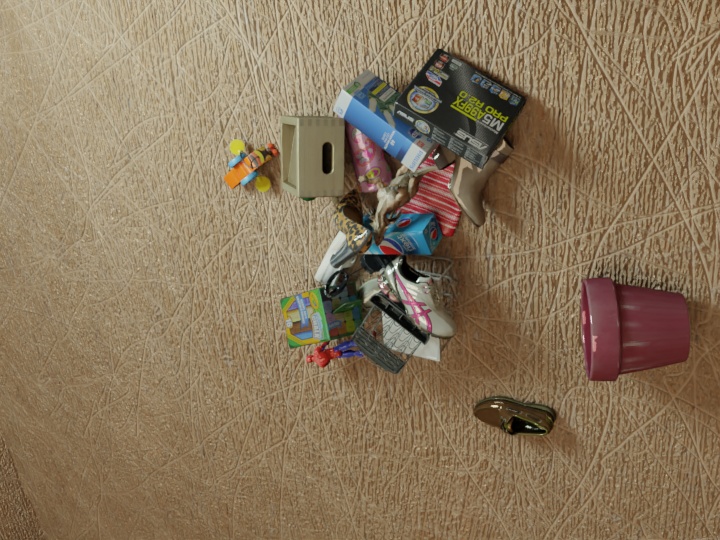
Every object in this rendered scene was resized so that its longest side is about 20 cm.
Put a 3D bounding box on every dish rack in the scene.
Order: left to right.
[{"bbox_3d":[0.060,0.146,1.489,0.153,0.055,0.201,39,129,8],"label":"dish rack"}]

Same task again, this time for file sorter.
[{"bbox_3d":[0.135,0.073,1.517,0.137,0.125,0.202,10,121,26],"label":"file sorter"}]

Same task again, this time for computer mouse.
[{"bbox_3d":[0.000,0.000,1.533,0.059,0.199,0.034,57,167,6],"label":"computer mouse"}]

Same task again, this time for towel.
[{"bbox_3d":[0.157,-0.178,1.428,0.143,0.022,0.202,24,126,15],"label":"towel"}]

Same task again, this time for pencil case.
[{"bbox_3d":[0.011,-0.268,1.423,0.087,0.087,0.202,-4,114,31],"label":"pencil case"}]

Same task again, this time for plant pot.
[{"bbox_3d":[0.521,0.111,1.289,0.177,0.200,0.202,-2,117,13],"label":"plant pot"}]

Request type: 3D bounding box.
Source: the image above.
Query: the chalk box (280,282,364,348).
[{"bbox_3d":[-0.076,0.103,1.593,0.199,0.124,0.125,-15,85,46],"label":"chalk box"}]

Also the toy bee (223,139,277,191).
[{"bbox_3d":[-0.246,-0.247,1.583,0.199,0.108,0.132,15,136,52],"label":"toy bee"}]

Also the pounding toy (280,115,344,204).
[{"bbox_3d":[-0.089,-0.226,1.444,0.184,0.141,0.202,-144,52,-66],"label":"pounding toy"}]

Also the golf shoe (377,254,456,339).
[{"bbox_3d":[0.127,0.057,1.387,0.200,0.073,0.092,43,128,4],"label":"golf shoe"}]

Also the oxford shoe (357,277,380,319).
[{"bbox_3d":[0.002,0.087,1.645,0.075,0.058,0.200,50,127,-2],"label":"oxford shoe"}]

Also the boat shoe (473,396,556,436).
[{"bbox_3d":[0.353,0.345,1.583,0.198,0.068,0.073,-5,116,33],"label":"boat shoe"}]

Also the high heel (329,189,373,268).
[{"bbox_3d":[0.000,-0.111,1.413,0.071,0.202,0.142,25,147,-22],"label":"high heel"}]

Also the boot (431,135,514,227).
[{"bbox_3d":[0.236,-0.203,1.321,0.146,0.070,0.201,-31,97,30],"label":"boot"}]

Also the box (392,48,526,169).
[{"bbox_3d":[0.184,-0.303,1.253,0.199,0.161,0.044,33,157,10],"label":"box"}]

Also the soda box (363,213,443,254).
[{"bbox_3d":[0.074,-0.079,1.481,0.198,0.068,0.065,1,131,37],"label":"soda box"}]

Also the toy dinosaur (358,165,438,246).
[{"bbox_3d":[0.080,-0.157,1.399,0.086,0.199,0.136,47,167,35],"label":"toy dinosaur"}]

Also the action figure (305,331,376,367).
[{"bbox_3d":[-0.045,0.197,1.738,0.198,0.099,0.066,-16,106,12],"label":"action figure"}]

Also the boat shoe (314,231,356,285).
[{"bbox_3d":[-0.045,-0.033,1.600,0.068,0.072,0.201,28,126,-6],"label":"boat shoe"}]

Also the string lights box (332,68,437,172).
[{"bbox_3d":[0.058,-0.289,1.298,0.199,0.103,0.059,37,139,4],"label":"string lights box"}]
